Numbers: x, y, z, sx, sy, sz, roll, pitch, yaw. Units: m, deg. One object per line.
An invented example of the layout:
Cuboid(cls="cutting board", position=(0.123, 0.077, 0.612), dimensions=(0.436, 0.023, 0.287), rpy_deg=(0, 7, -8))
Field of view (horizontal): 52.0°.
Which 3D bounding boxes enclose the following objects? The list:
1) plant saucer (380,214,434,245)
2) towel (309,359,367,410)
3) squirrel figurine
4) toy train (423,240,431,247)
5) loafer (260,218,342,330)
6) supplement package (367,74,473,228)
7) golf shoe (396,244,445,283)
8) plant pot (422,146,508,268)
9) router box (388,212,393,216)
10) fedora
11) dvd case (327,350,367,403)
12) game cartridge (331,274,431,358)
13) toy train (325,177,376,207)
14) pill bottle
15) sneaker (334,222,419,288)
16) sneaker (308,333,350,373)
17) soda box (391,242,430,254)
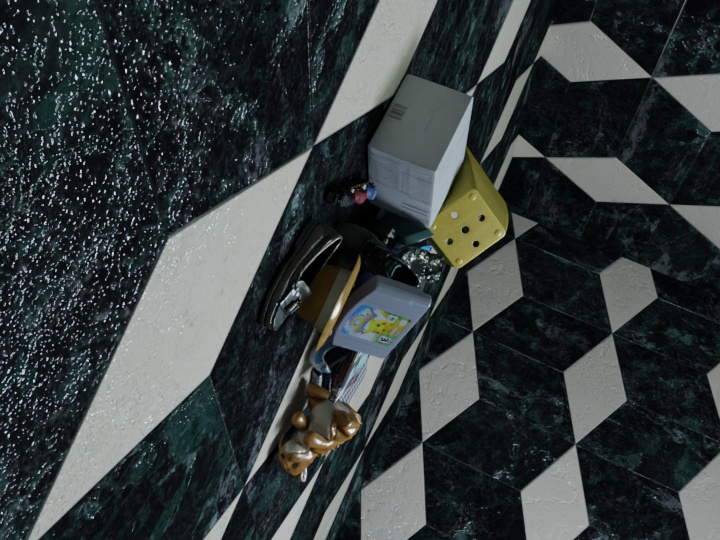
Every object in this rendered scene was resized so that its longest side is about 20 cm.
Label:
Cuboid(cls="plant saucer", position=(0.085, -0.090, 1.574), dimensions=(0.200, 0.069, 0.019), rpy_deg=(-143, -144, -66))
Cuboid(cls="towel", position=(-0.041, 0.233, 1.755), dimensions=(0.201, 0.085, 0.167), rpy_deg=(-55, 161, -43))
Cuboid(cls="squirrel figurine", position=(-0.093, 0.372, 1.634), dimensions=(0.188, 0.141, 0.200), rpy_deg=(-53, 156, 0))
Cuboid(cls="toy train", position=(0.157, -0.162, 1.809), dimensions=(0.114, 0.085, 0.204), rpy_deg=(-148, -128, -63))
Cuboid(cls="loafer", position=(-0.097, 0.011, 1.213), dimensions=(0.202, 0.062, 0.072), rpy_deg=(-64, 166, -14))
Cuboid(cls="supplement package", position=(0.116, -0.235, 1.473), dimensions=(0.193, 0.145, 0.201), rpy_deg=(-61, 166, -24))
Cuboid(cls="golf shoe", position=(0.103, -0.016, 1.536), dimensions=(0.199, 0.087, 0.078), rpy_deg=(11, 102, -65))
Cuboid(cls="plant pot", position=(0.213, -0.126, 1.630), dimensions=(0.199, 0.200, 0.177), rpy_deg=(-36, -156, 12))
Cuboid(cls="router box", position=(0.060, -0.026, 1.805), dimensions=(0.180, 0.048, 0.202), rpy_deg=(-57, 163, -37))
Cuboid(cls="fedora", position=(-0.067, 0.043, 1.303), dimensions=(0.203, 0.081, 0.201), rpy_deg=(-64, -177, 6))
Cuboid(cls="dvd case", position=(-0.002, 0.176, 1.593), dimensions=(0.202, 0.022, 0.146), rpy_deg=(-67, 168, 19))
Cuboid(cls="game cartridge", position=(0.027, 0.090, 1.373), dimensions=(0.201, 0.132, 0.041), rpy_deg=(126, -23, -43))
Cuboid(cls="toy train", position=(-0.010, -0.141, 1.346), dimensions=(0.200, 0.045, 0.035), rpy_deg=(-33, 144, -68))
Cuboid(cls="pill bottle", position=(0.000, 0.000, 1.475), dimensions=(0.202, 0.111, 0.112), rpy_deg=(-64, 166, -13))
Cuboid(cls="sneaker", position=(0.036, -0.025, 1.389), dimensions=(0.076, 0.199, 0.079), rpy_deg=(-53, -175, -14))
Cuboid(cls="sneaker", position=(-0.025, 0.141, 1.587), dimensions=(0.200, 0.072, 0.072), rpy_deg=(-46, 141, -15))
Cuboid(cls="soda box", position=(0.093, -0.021, 1.686), dimensions=(0.199, 0.063, 0.069), rpy_deg=(-17, 116, -62))
